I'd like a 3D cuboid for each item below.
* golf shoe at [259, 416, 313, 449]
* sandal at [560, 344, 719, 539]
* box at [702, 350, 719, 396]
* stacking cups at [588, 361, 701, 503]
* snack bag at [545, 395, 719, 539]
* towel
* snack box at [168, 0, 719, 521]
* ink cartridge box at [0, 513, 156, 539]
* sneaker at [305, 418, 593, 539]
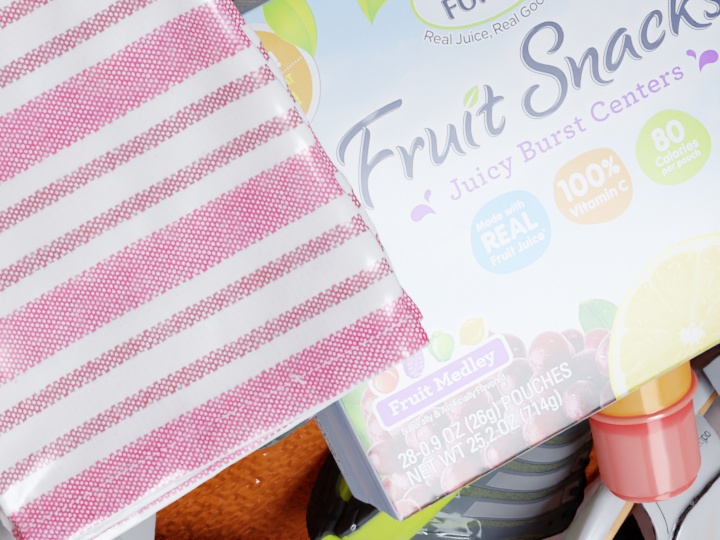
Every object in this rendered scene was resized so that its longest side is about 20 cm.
[{"bbox_3d":[0.000,0.000,1.100,0.088,0.077,0.200,-14,157,-35],"label":"golf shoe"},{"bbox_3d":[0.133,0.092,1.249,0.207,0.059,0.079,-47,169,-47],"label":"sandal"},{"bbox_3d":[0.247,-0.012,1.205,0.155,0.041,0.200,-23,167,-35],"label":"box"},{"bbox_3d":[0.091,-0.006,1.130,0.060,0.061,0.201,-19,120,-17],"label":"stacking cups"},{"bbox_3d":[0.140,0.120,1.296,0.021,0.189,0.200,37,111,-22],"label":"snack bag"},{"bbox_3d":[-0.088,-0.026,0.909,0.146,0.201,0.030,-31,-171,3],"label":"towel"},{"bbox_3d":[0.053,-0.041,0.980,0.199,0.169,0.068,-28,-170,-13],"label":"snack box"},{"bbox_3d":[-0.133,0.089,1.010,0.084,0.201,0.146,-8,150,18],"label":"ink cartridge box"},{"bbox_3d":[0.072,0.060,1.238,0.200,0.074,0.081,-38,124,21],"label":"sneaker"}]
